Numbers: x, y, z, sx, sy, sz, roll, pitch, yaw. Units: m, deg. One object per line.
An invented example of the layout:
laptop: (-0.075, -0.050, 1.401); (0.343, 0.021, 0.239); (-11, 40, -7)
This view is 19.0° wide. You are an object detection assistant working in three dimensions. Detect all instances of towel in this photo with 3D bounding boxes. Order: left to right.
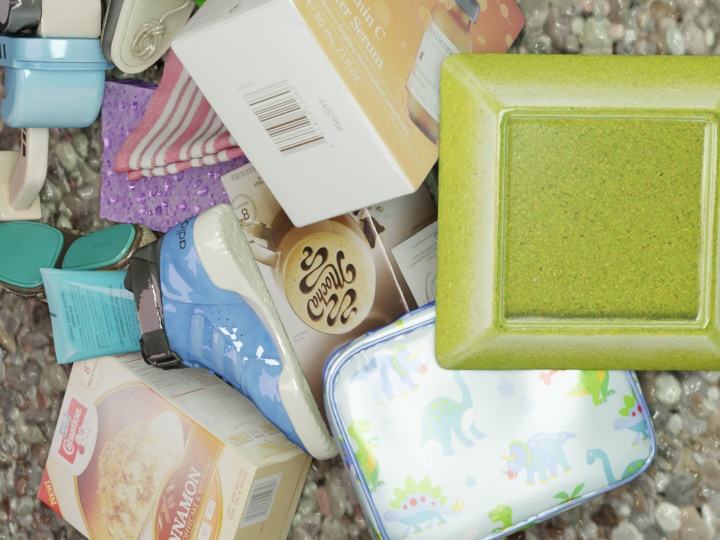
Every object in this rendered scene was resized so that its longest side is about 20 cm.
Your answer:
towel: (-0.085, -0.140, 1.537); (0.199, 0.030, 0.147); (-10, 49, 43)

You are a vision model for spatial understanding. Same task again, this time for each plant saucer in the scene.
plant saucer: (0.149, -0.033, 1.333); (0.199, 0.048, 0.201); (0, 98, -5)

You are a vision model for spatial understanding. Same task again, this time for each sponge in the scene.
sponge: (-0.122, -0.079, 1.640); (0.199, 0.030, 0.112); (13, 106, 37)

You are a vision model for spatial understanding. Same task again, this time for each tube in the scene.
tube: (-0.145, 0.029, 1.619); (0.199, 0.050, 0.078); (-4, 102, 17)

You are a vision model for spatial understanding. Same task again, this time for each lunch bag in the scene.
lunch bag: (0.082, 0.090, 1.404); (0.199, 0.082, 0.161); (-22, 90, -5)

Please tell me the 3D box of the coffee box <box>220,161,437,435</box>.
coffee box: (0.000, 0.000, 1.505); (0.113, 0.080, 0.201); (-23, 91, 37)

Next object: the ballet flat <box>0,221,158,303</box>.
ballet flat: (-0.224, 0.001, 1.713); (0.199, 0.075, 0.068); (-1, 56, 40)

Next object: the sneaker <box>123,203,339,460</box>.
sneaker: (-0.094, 0.058, 1.547); (0.111, 0.077, 0.200); (-23, 106, 28)

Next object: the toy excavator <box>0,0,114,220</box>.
toy excavator: (-0.253, -0.133, 1.681); (0.194, 0.099, 0.201); (-165, 76, -65)

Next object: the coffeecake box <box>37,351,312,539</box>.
coffeecake box: (-0.147, 0.158, 1.673); (0.200, 0.073, 0.154); (33, 118, 31)

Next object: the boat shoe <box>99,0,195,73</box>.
boat shoe: (-0.153, -0.244, 1.595); (0.067, 0.072, 0.201); (16, 89, 35)

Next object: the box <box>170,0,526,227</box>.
box: (-0.003, -0.154, 1.391); (0.106, 0.200, 0.153); (-15, 120, 40)

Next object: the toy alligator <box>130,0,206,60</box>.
toy alligator: (-0.089, -0.225, 1.555); (0.200, 0.054, 0.059); (-49, 58, 15)
